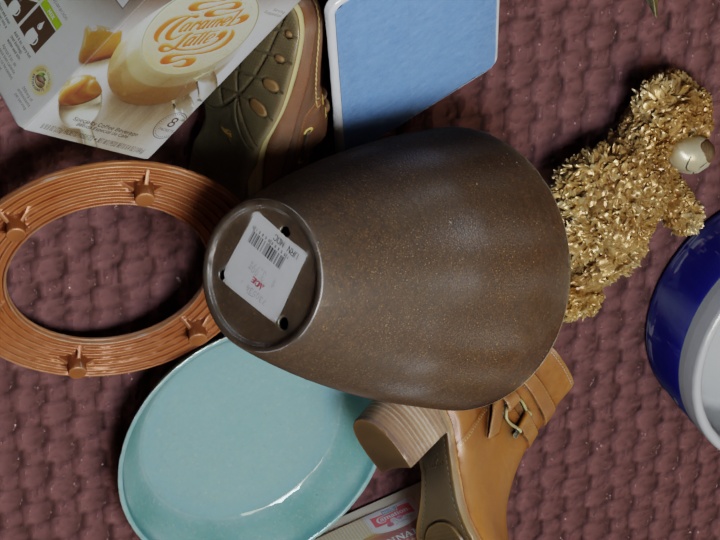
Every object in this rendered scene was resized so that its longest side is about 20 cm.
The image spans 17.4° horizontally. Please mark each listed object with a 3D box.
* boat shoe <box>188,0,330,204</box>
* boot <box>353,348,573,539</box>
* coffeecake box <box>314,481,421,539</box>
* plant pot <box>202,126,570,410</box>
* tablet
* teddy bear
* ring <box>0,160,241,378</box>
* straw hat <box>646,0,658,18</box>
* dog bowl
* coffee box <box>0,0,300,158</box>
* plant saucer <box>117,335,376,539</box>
[{"bbox_3d":[-0.056,-0.105,1.487,0.068,0.072,0.200,-23,147,-34],"label":"boat shoe"},{"bbox_3d":[0.095,0.130,1.674,0.155,0.077,0.200,-42,104,-29],"label":"boot"},{"bbox_3d":[0.018,0.275,1.762,0.153,0.073,0.200,-23,126,-12],"label":"coffeecake box"},{"bbox_3d":[0.000,0.000,1.473,0.200,0.187,0.187,-1,122,-53],"label":"plant pot"},{"bbox_3d":[0.034,-0.149,1.484,0.130,0.014,0.200,-33,158,-12],"label":"tablet"},{"bbox_3d":[0.184,-0.045,1.654,0.200,0.067,0.145,-42,131,3],"label":"teddy bear"},{"bbox_3d":[-0.160,0.006,1.502,0.200,0.019,0.201,-9,140,-7],"label":"ring"},{"bbox_3d":[0.145,-0.252,1.466,0.085,0.201,0.201,0,123,7],"label":"straw hat"},{"bbox_3d":[0.317,0.041,1.765,0.200,0.079,0.200,-13,124,-20],"label":"dog bowl"},{"bbox_3d":[-0.111,-0.164,1.341,0.200,0.080,0.114,-44,152,23],"label":"coffee box"},{"bbox_3d":[-0.079,0.117,1.641,0.200,0.036,0.200,-12,123,-19],"label":"plant saucer"}]
